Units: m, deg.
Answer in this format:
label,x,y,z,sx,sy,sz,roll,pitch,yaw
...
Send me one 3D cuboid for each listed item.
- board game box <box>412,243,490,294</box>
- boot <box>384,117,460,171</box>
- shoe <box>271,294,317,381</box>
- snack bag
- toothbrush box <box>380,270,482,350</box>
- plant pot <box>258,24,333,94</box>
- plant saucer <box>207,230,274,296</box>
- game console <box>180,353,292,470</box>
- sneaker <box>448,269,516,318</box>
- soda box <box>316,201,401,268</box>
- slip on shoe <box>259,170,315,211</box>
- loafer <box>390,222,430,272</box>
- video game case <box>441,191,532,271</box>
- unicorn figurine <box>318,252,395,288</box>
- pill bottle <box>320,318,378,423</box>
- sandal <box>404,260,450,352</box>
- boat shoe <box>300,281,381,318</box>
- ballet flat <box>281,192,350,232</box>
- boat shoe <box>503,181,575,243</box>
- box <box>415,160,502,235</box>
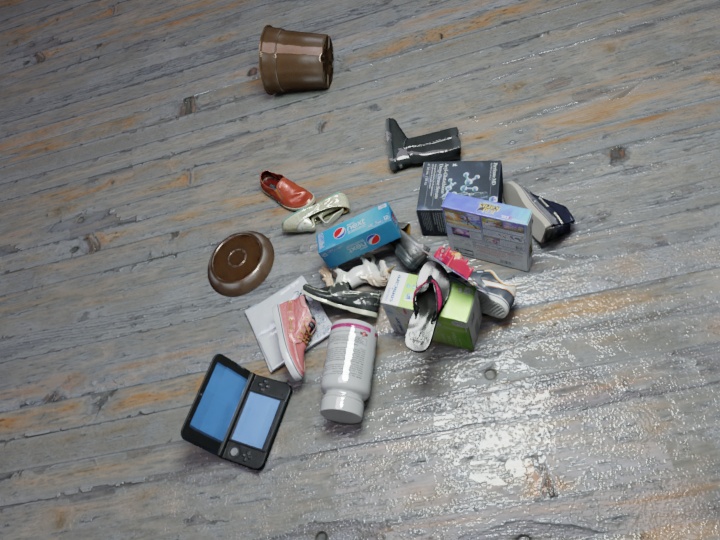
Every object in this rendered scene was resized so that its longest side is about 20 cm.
label,x,y,z,sx,sy,sz,roll,pitch,yaw
board game box,0.201,-0.020,1.296,0.199,0.157,0.039,37,97,41
boot,0.170,-0.361,1.658,0.194,0.066,0.169,-12,66,14
shoe,-0.142,0.151,1.425,0.089,0.072,0.203,-24,55,4
snack bag,-0.178,0.123,1.507,0.186,0.022,0.202,-31,56,-2
toothbrush box,0.160,0.089,1.346,0.195,0.147,0.088,13,64,23
plant pot,-0.190,-0.645,1.875,0.192,0.202,0.205,4,60,11
plant saucer,-0.327,-0.027,1.638,0.194,0.032,0.205,-8,59,13
game console,-0.272,0.314,1.364,0.166,0.119,0.204,10,64,22
sneaker,0.260,0.041,1.385,0.197,0.080,0.080,22,57,33
soda box,-0.006,-0.083,1.467,0.196,0.068,0.065,-23,48,14
slip on shoe,-0.209,-0.224,1.699,0.197,0.062,0.075,30,70,28
loafer,0.098,-0.089,1.509,0.072,0.073,0.201,-43,65,11
video game case,0.291,-0.087,1.387,0.195,0.183,0.046,16,64,25
unicorn figurine,0.000,0.000,1.502,0.198,0.074,0.140,-33,54,16
pill bottle,-0.027,0.222,1.344,0.110,0.114,0.205,0,60,17
sandal,0.137,0.067,1.250,0.073,0.045,0.204,7,64,21
boat shoe,-0.046,0.058,1.458,0.194,0.072,0.070,14,87,10
ballet flat,-0.118,-0.142,1.621,0.196,0.068,0.063,-29,65,0
boat shoe,0.425,-0.147,1.459,0.090,0.076,0.202,-14,50,-17
box,0.247,-0.177,1.500,0.194,0.108,0.152,2,60,17
